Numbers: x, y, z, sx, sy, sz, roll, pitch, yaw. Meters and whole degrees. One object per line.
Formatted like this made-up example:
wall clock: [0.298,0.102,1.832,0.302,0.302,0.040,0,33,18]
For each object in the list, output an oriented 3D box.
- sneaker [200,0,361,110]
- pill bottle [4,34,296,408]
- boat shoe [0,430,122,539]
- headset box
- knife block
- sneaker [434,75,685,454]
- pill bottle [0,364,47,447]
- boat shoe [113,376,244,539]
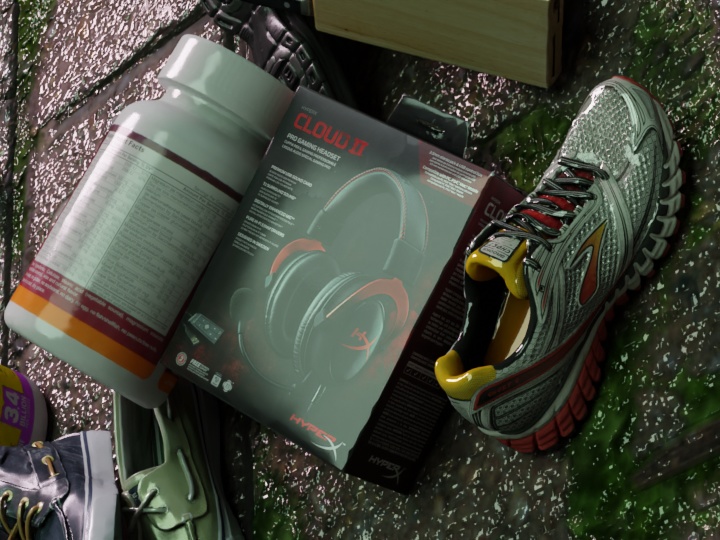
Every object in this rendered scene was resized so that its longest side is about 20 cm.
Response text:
sneaker: [-0.029,-0.142,1.258,0.076,0.090,0.201,-45,62,47]
pill bottle: [-0.116,-0.030,1.174,0.109,0.109,0.201,22,81,51]
boat shoe: [-0.190,0.157,1.207,0.200,0.090,0.072,-122,28,-72]
headset box: [0.000,0.000,1.119,0.148,0.075,0.201,28,90,34]
knife block: [0.007,-0.170,1.165,0.174,0.064,0.201,-16,45,-11]
sneaker: [0.103,-0.008,1.031,0.078,0.082,0.201,13,79,50]
pill bottle: [-0.317,0.089,1.346,0.104,0.199,0.105,-25,52,37]
boat shoe: [-0.118,0.142,1.206,0.072,0.062,0.201,-38,45,27]
